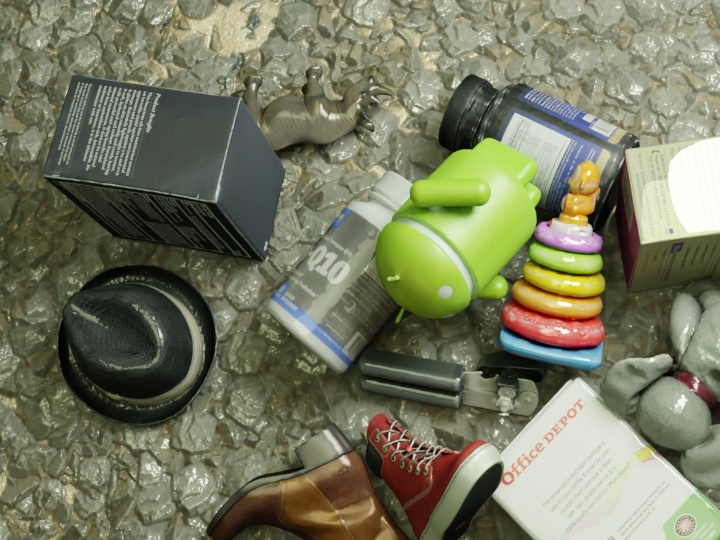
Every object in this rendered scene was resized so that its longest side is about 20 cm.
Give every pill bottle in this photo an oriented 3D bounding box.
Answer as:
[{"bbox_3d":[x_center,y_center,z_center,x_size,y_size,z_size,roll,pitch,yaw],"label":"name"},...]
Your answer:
[{"bbox_3d":[0.189,-0.132,1.147,0.198,0.112,0.113,29,81,17],"label":"pill bottle"},{"bbox_3d":[0.000,0.000,1.145,0.113,0.114,0.201,38,83,18],"label":"pill bottle"}]

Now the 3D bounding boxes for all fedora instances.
[{"bbox_3d":[-0.261,0.072,1.185,0.197,0.092,0.204,-3,73,10],"label":"fedora"}]

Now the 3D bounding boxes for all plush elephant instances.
[{"bbox_3d":[0.327,0.114,1.028,0.155,0.200,0.165,-41,78,12],"label":"plush elephant"}]

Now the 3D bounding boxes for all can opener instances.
[{"bbox_3d":[0.096,0.115,1.134,0.196,0.053,0.067,6,41,11],"label":"can opener"}]

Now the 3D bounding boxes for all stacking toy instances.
[{"bbox_3d":[0.206,-0.011,1.070,0.108,0.116,0.203,12,106,12],"label":"stacking toy"}]

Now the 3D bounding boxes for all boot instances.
[{"bbox_3d":[0.061,0.184,1.041,0.072,0.201,0.145,-27,67,-26],"label":"boot"},{"bbox_3d":[-0.043,0.292,1.111,0.187,0.068,0.201,-34,83,0],"label":"boot"}]

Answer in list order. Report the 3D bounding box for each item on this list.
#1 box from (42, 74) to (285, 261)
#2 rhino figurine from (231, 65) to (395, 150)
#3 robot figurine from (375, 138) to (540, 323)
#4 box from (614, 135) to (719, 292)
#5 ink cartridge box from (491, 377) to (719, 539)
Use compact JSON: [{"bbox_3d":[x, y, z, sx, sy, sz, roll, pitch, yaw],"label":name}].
[{"bbox_3d":[-0.205,-0.108,1.171,0.195,0.200,0.125,10,76,13],"label":"box"},{"bbox_3d":[-0.055,-0.186,1.238,0.196,0.060,0.089,-7,70,7],"label":"rhino figurine"},{"bbox_3d":[0.094,-0.037,1.056,0.115,0.176,0.200,33,68,30],"label":"robot figurine"},{"bbox_3d":[0.362,-0.059,1.058,0.197,0.176,0.098,-8,73,9],"label":"box"},{"bbox_3d":[0.236,0.230,1.048,0.145,0.084,0.200,-45,71,-4],"label":"ink cartridge box"}]
